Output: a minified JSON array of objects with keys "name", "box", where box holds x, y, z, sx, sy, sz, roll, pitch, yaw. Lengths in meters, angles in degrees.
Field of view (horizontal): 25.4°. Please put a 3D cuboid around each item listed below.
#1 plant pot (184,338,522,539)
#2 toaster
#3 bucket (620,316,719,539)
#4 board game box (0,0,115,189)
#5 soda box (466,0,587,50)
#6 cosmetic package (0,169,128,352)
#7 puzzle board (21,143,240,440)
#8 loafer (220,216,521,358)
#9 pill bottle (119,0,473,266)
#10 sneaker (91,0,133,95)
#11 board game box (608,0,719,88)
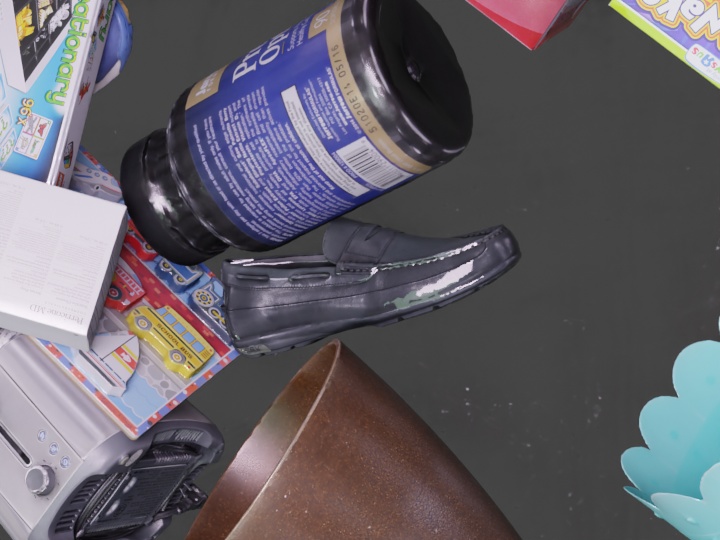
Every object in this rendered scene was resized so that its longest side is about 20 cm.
[{"name":"plant pot","box":[0.013,0.176,0.982,0.200,0.187,0.187,36,120,-7]},{"name":"toaster","box":[-0.180,0.107,1.042,0.129,0.200,0.114,42,102,19]},{"name":"bucket","box":[0.249,0.082,0.816,0.135,0.207,0.207,41,120,-5]},{"name":"board game box","box":[-0.220,-0.152,0.978,0.126,0.035,0.201,13,84,7]},{"name":"soda box","box":[0.043,-0.210,0.881,0.200,0.070,0.064,38,120,8]},{"name":"cosmetic package","box":[-0.242,-0.020,0.927,0.199,0.051,0.083,16,71,-3]},{"name":"puzzle board","box":[-0.166,0.000,1.005,0.200,0.151,0.017,43,127,6]},{"name":"loafer","box":[0.000,0.000,0.975,0.200,0.068,0.071,-15,95,25]},{"name":"pill bottle","box":[-0.042,-0.078,0.943,0.199,0.112,0.112,-25,96,29]},{"name":"sneaker","box":[-0.241,-0.131,1.031,0.199,0.088,0.076,-13,100,26]},{"name":"board game box","box":[0.250,-0.135,0.826,0.200,0.045,0.135,38,119,8]}]
